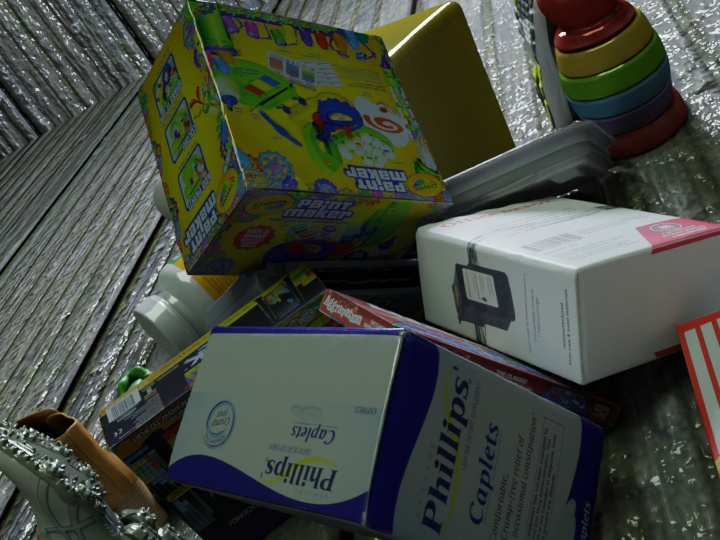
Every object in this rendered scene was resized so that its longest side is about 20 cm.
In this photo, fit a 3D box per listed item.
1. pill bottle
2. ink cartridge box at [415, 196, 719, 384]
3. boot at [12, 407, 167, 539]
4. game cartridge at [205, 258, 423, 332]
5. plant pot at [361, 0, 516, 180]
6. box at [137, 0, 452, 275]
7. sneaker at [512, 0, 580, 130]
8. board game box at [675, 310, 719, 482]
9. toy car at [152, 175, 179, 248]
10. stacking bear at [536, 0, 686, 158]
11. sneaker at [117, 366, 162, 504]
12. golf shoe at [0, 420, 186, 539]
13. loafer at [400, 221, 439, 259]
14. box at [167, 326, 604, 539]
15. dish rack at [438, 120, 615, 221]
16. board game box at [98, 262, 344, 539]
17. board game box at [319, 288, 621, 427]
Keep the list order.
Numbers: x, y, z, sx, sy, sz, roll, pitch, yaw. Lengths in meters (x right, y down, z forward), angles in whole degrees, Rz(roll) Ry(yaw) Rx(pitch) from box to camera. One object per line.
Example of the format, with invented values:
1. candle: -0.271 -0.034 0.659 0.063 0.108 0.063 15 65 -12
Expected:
1. pill bottle: -0.167 0.011 1.096 0.200 0.113 0.113 -45 28 -21
2. ink cartridge box: 0.155 0.005 0.706 0.145 0.085 0.200 -14 16 -25
3. boot: -0.280 0.195 0.864 0.201 0.144 0.071 -19 26 40
4. game cartridge: -0.030 0.031 0.831 0.200 0.041 0.133 -2 -19 -32
5. plant pot: 0.022 -0.150 1.018 0.200 0.200 0.176 -6 27 45
6. box: -0.059 -0.106 0.791 0.122 0.200 0.193 -46 54 42
7. sneaker: 0.224 -0.250 1.003 0.084 0.200 0.075 -20 42 5
8. board game box: 0.278 0.081 0.529 0.151 0.046 0.200 -24 27 21
9. toy car: -0.194 -0.084 1.278 0.200 0.175 0.150 -77 13 -55
10. stacking bear: 0.240 -0.223 0.918 0.121 0.200 0.114 -36 27 -6
11. sneaker: -0.210 0.161 0.919 0.078 0.085 0.200 -38 27 -9
12. golf shoe: -0.237 0.210 0.745 0.097 0.200 0.078 -47 9 -2
13. loafer: 0.000 0.000 0.949 0.200 0.072 0.063 -18 46 2
14. box: 0.019 0.114 0.578 0.184 0.200 0.105 -4 66 46
15. dish rack: 0.156 -0.079 0.867 0.171 0.044 0.200 -22 -8 21
16. board game box: -0.077 0.118 0.742 0.200 0.165 0.057 -37 34 -5
17. board game box: 0.077 0.061 0.644 0.103 0.200 0.019 22 91 61
